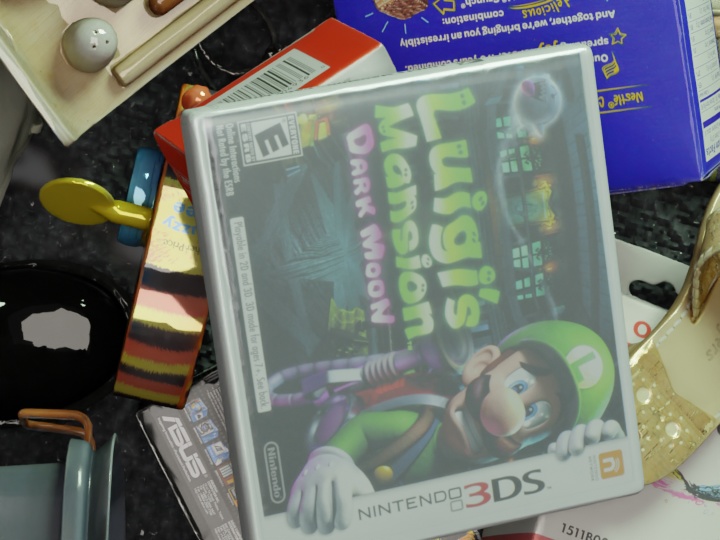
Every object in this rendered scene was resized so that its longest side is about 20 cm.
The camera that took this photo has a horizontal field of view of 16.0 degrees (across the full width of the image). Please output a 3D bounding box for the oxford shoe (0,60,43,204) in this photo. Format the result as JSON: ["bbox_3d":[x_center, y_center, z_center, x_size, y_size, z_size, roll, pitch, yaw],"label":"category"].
[{"bbox_3d":[-0.174,-0.091,1.214,0.058,0.075,0.201,22,83,-27],"label":"oxford shoe"}]

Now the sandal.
[{"bbox_3d":[0.180,0.013,1.160,0.078,0.070,0.212,42,72,-9],"label":"sandal"}]

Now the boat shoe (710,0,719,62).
[{"bbox_3d":[0.227,-0.111,1.222,0.199,0.072,0.077,1,103,6],"label":"boat shoe"}]

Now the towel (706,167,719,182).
[{"bbox_3d":[0.193,-0.113,1.257,0.199,0.023,0.145,9,90,-4],"label":"towel"}]

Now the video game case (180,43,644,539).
[{"bbox_3d":[0.025,0.016,1.090,0.181,0.023,0.201,-11,100,-16],"label":"video game case"}]

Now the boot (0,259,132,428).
[{"bbox_3d":[-0.205,0.042,1.166,0.210,0.158,0.080,-7,92,-3],"label":"boot"}]

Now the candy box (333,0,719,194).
[{"bbox_3d":[0.073,-0.134,1.179,0.168,0.077,0.201,-5,98,23],"label":"candy box"}]

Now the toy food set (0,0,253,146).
[{"bbox_3d":[-0.093,-0.170,1.111,0.200,0.060,0.144,-38,99,-11],"label":"toy food set"}]

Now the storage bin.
[{"bbox_3d":[-0.175,0.135,1.145,0.133,0.200,0.147,3,77,-4],"label":"storage bin"}]

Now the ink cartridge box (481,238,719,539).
[{"bbox_3d":[0.135,0.084,1.208,0.116,0.067,0.201,20,76,-16],"label":"ink cartridge box"}]

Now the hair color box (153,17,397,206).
[{"bbox_3d":[0.000,0.000,1.143,0.101,0.061,0.201,-33,117,-12],"label":"hair color box"}]

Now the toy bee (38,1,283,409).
[{"bbox_3d":[-0.083,-0.042,1.175,0.130,0.109,0.201,-8,80,-9],"label":"toy bee"}]

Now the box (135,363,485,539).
[{"bbox_3d":[0.005,0.119,1.239,0.160,0.044,0.201,-28,93,-3],"label":"box"}]
